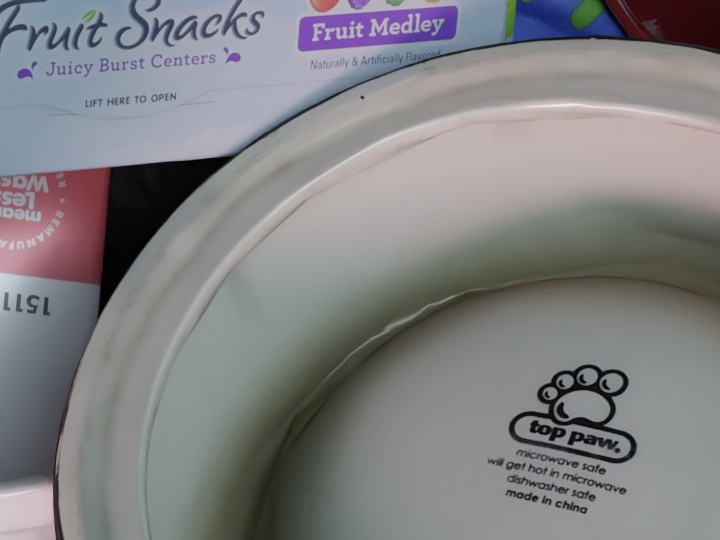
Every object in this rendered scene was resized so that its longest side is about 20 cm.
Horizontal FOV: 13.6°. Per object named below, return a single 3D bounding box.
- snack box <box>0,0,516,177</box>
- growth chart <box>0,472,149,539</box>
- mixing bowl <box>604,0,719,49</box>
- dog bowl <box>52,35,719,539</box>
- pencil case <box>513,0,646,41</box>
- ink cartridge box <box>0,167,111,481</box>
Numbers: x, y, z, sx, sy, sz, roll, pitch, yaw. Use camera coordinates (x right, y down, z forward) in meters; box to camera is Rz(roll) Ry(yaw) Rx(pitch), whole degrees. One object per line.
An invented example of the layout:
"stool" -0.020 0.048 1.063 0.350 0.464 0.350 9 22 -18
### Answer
"snack box" -0.083 -0.069 0.689 0.199 0.142 0.053 -7 113 -30
"growth chart" -0.114 0.131 0.683 0.144 0.018 0.201 -1 120 -16
"mixing bowl" 0.141 -0.145 0.765 0.200 0.108 0.202 -4 95 -54
"dog bowl" 0.041 0.050 0.624 0.199 0.074 0.201 -7 52 9
"pencil case" 0.000 0.000 0.762 0.078 0.087 0.201 25 75 9
"ink cartridge box" -0.129 0.060 0.718 0.116 0.067 0.201 6 84 -19
